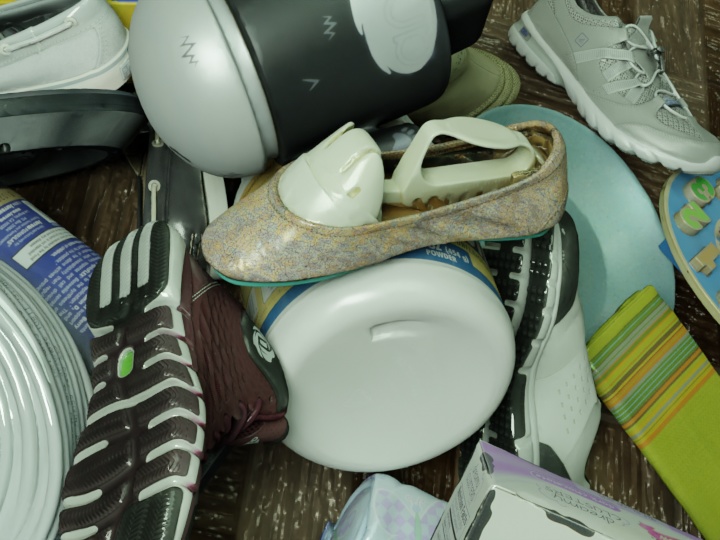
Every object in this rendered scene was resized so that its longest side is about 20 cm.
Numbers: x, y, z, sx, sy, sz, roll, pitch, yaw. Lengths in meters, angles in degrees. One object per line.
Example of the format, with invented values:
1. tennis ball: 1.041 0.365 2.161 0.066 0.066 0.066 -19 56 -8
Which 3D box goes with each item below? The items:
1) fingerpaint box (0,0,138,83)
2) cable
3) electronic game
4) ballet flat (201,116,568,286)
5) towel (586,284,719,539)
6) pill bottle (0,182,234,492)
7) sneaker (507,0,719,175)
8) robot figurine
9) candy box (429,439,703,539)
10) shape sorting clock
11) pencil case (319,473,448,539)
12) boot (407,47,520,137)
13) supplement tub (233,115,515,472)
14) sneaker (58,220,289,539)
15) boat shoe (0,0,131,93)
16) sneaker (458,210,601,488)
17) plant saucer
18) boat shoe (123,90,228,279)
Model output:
1. fingerpaint box: -0.159 -0.205 0.853 0.198 0.074 0.168 4 55 15
2. cable: -0.224 0.083 0.638 0.199 0.201 0.069 33 9 12
3. electronic game: -0.216 -0.071 0.731 0.198 0.200 0.042 -11 90 -26
4. ballet flat: 0.016 -0.044 0.658 0.198 0.068 0.068 -12 47 -22
5. towel: 0.221 0.113 0.864 0.086 0.018 0.201 -38 92 -29
6. pill bottle: -0.159 0.049 0.724 0.199 0.112 0.112 36 54 4
7. sneaker: 0.195 -0.147 0.966 0.200 0.082 0.074 46 26 24
8. robot figurine: -0.028 -0.129 0.720 0.198 0.126 0.151 -24 39 -9
9. candy box: 0.095 0.215 0.673 0.166 0.202 0.072 24 10 -5
10. shape sorting clock: 0.297 0.001 0.952 0.198 0.039 0.201 20 46 -22
11. pencil case: 0.072 0.190 0.745 0.198 0.083 0.091 23 70 -6
12. boot: -0.003 -0.130 0.909 0.155 0.198 0.074 6 78 -62
13. supplement tub: 0.000 0.000 0.771 0.143 0.146 0.201 5 39 -18
14. sneaker: -0.073 0.081 0.619 0.115 0.075 0.202 37 42 -43
15. boat shoe: -0.232 -0.128 0.778 0.198 0.069 0.072 -2 44 20
16. sneaker: 0.110 0.057 0.807 0.079 0.074 0.202 -3 106 -33
17. plant saucer: 0.130 -0.017 0.905 0.199 0.039 0.203 16 58 -27
18. boat shoe: -0.127 -0.081 0.843 0.060 0.074 0.202 -4 64 -17
